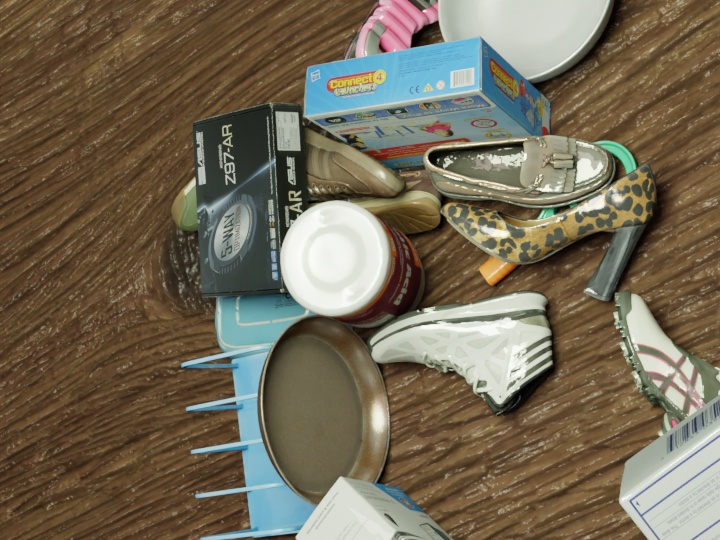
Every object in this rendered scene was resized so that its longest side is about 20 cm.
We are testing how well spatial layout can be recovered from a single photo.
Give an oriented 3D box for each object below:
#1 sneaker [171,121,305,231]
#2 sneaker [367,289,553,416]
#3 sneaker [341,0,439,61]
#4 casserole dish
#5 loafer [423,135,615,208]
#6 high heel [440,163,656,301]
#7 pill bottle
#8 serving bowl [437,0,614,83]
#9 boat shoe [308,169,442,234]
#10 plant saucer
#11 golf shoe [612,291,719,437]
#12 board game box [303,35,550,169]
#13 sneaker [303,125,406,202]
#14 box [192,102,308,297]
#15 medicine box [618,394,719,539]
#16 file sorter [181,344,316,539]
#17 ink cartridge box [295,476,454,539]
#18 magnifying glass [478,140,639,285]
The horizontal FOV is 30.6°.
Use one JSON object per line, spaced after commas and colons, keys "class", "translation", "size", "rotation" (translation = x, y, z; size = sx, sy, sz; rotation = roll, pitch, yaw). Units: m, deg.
{"class": "sneaker", "translation": [-0.132, -0.089, 1.541], "size": [0.199, 0.067, 0.090], "rotation": [-35, 59, 14]}
{"class": "sneaker", "translation": [0.104, 0.097, 1.360], "size": [0.198, 0.076, 0.117], "rotation": [-14, 72, 18]}
{"class": "sneaker", "translation": [0.028, -0.264, 1.456], "size": [0.095, 0.079, 0.201], "rotation": [-36, 16, 49]}
{"class": "casserole dish", "translation": [-0.093, 0.043, 1.510], "size": [0.198, 0.039, 0.123], "rotation": [-8, 76, 26]}
{"class": "loafer", "translation": [0.160, -0.105, 1.357], "size": [0.197, 0.063, 0.073], "rotation": [0, 76, 23]}
{"class": "high heel", "translation": [0.191, -0.071, 1.318], "size": [0.198, 0.071, 0.144], "rotation": [22, 109, 2]}
{"class": "pill bottle", "translation": [0.000, 0.000, 1.365], "size": [0.113, 0.200, 0.116], "rotation": [-2, 83, 16]}
{"class": "serving bowl", "translation": [0.185, -0.290, 1.412], "size": [0.198, 0.066, 0.203], "rotation": [-6, 77, 28]}
{"class": "boat shoe", "translation": [0.004, -0.080, 1.472], "size": [0.198, 0.072, 0.073], "rotation": [-7, 55, 32]}
{"class": "plant saucer", "translation": [-0.042, 0.149, 1.370], "size": [0.032, 0.199, 0.203], "rotation": [-15, 72, 38]}
{"class": "golf shoe", "translation": [0.308, 0.105, 1.262], "size": [0.087, 0.077, 0.202], "rotation": [-26, 75, 10]}
{"class": "board game box", "translation": [0.074, -0.169, 1.372], "size": [0.198, 0.195, 0.057], "rotation": [-5, 76, 27]}
{"class": "sneaker", "translation": [-0.030, -0.101, 1.431], "size": [0.199, 0.070, 0.076], "rotation": [29, 93, 45]}
{"class": "box", "translation": [-0.121, -0.074, 1.449], "size": [0.159, 0.043, 0.203], "rotation": [-3, 90, 50]}
{"class": "medicine box", "translation": [0.357, 0.212, 1.148], "size": [0.182, 0.103, 0.201], "rotation": [-39, 88, 16]}
{"class": "file sorter", "translation": [-0.106, 0.186, 1.416], "size": [0.137, 0.122, 0.203], "rotation": [-14, 80, 34]}
{"class": "ink cartridge box", "translation": [0.053, 0.305, 1.308], "size": [0.199, 0.146, 0.086], "rotation": [38, 96, 29]}
{"class": "magnifying glass", "translation": [0.206, -0.056, 1.375], "size": [0.200, 0.022, 0.080], "rotation": [-42, 63, 16]}
